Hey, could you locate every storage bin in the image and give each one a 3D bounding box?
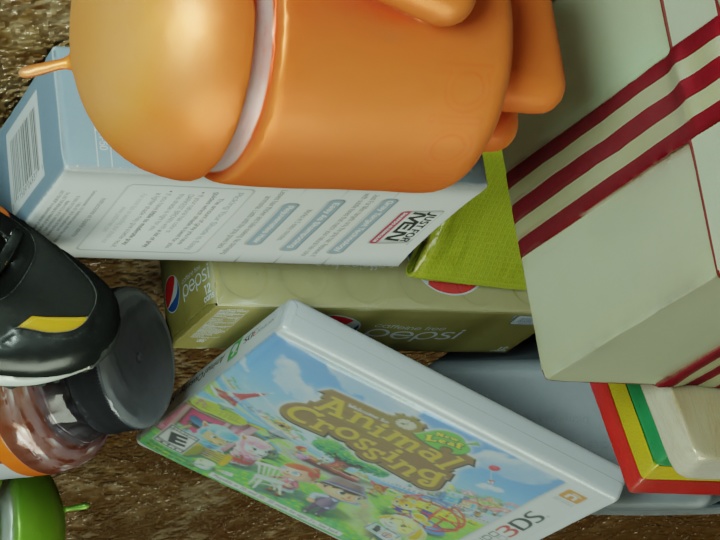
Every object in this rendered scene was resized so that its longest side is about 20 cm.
[{"bbox_3d":[0.130,0.074,1.320,0.200,0.146,0.134,-2,-177,18],"label":"storage bin"}]

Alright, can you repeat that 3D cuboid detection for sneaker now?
[{"bbox_3d":[-0.191,-0.018,0.996,0.200,0.070,0.090,25,147,-2],"label":"sneaker"}]

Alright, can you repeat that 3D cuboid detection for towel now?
[{"bbox_3d":[0.120,-0.022,1.208,0.200,0.018,0.086,7,115,-35],"label":"towel"}]

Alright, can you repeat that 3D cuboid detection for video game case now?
[{"bbox_3d":[0.006,0.096,1.230,0.200,0.022,0.182,28,147,-17],"label":"video game case"}]

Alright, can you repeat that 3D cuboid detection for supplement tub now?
[{"bbox_3d":[-0.195,0.055,1.191,0.200,0.107,0.107,-8,163,27],"label":"supplement tub"}]

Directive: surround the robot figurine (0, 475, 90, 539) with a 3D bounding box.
[{"bbox_3d":[-0.275,0.162,1.477,0.200,0.116,0.175,1,156,-26],"label":"robot figurine"}]

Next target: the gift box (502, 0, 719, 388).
[{"bbox_3d":[0.185,-0.041,1.000,0.184,0.200,0.187,-2,159,-32],"label":"gift box"}]

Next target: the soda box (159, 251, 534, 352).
[{"bbox_3d":[0.000,0.000,1.215,0.200,0.068,0.064,2,158,-28],"label":"soda box"}]

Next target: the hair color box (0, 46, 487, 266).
[{"bbox_3d":[-0.055,-0.049,1.071,0.200,0.061,0.099,2,158,-25],"label":"hair color box"}]

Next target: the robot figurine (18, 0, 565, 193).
[{"bbox_3d":[-0.022,-0.089,0.895,0.200,0.117,0.144,1,-162,-26],"label":"robot figurine"}]

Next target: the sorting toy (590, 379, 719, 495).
[{"bbox_3d":[0.190,0.026,1.152,0.199,0.200,0.070,4,142,-31],"label":"sorting toy"}]
